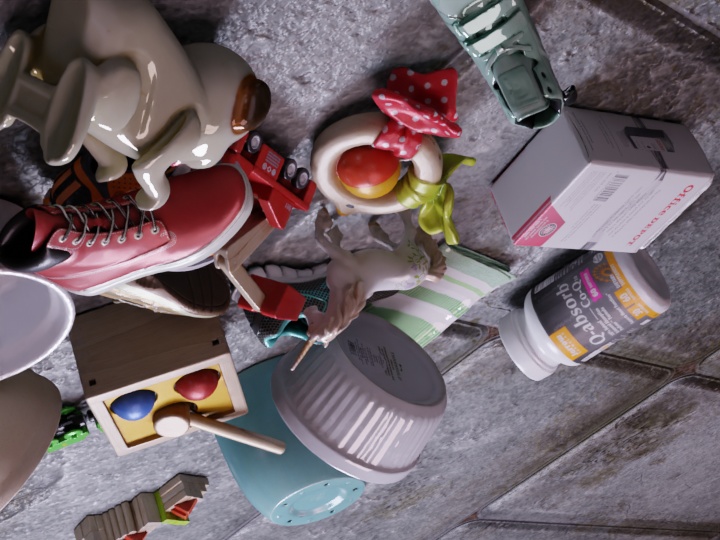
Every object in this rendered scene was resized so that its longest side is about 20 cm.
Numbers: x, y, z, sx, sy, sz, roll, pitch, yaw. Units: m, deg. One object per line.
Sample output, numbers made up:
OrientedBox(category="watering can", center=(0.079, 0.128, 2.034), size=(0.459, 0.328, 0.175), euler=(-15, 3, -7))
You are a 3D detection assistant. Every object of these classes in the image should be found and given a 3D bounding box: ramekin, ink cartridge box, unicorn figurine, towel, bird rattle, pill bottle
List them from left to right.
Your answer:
OrientedBox(category="ramekin", center=(-0.369, 0.019, 1.225), size=(0.199, 0.098, 0.201), euler=(-16, 151, -9))
OrientedBox(category="unicorn figurine", center=(0.000, 0.000, 1.398), size=(0.199, 0.138, 0.074), euler=(-17, 151, -8))
OrientedBox(category="ramekin", center=(0.007, 0.137, 1.546), size=(0.200, 0.200, 0.105), euler=(11, 125, -44))
OrientedBox(category="bird rattle", center=(0.030, -0.104, 1.295), size=(0.162, 0.113, 0.200), euler=(-10, 150, 13))
OrientedBox(category="towel", center=(0.077, 0.043, 1.639), size=(0.200, 0.023, 0.152), euler=(-38, 146, 26))
OrientedBox(category="pill bottle", center=(0.279, 0.049, 1.690), size=(0.200, 0.117, 0.116), euler=(-36, 148, 23))
OrientedBox(category="ink cartridge box", center=(0.266, -0.096, 1.474), size=(0.199, 0.085, 0.146), euler=(4, 142, -36))

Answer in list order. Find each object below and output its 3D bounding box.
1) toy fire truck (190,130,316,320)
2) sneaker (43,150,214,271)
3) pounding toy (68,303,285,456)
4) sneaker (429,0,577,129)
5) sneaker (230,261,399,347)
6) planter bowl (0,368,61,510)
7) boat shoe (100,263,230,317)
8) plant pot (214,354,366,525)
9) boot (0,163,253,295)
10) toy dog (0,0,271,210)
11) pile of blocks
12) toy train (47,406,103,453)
OrientedBox(category="toy fire truck", center=(-0.102, -0.043, 1.264), size=(0.200, 0.049, 0.142), euler=(34, 74, -58))
OrientedBox(category="sneaker", center=(-0.180, -0.065, 1.233), size=(0.199, 0.078, 0.112), euler=(10, 139, -44))
OrientedBox(category="pounding toy", center=(-0.197, 0.129, 1.476), size=(0.183, 0.143, 0.200), euler=(-18, 150, -6))
OrientedBox(category="sneaker", center=(0.127, -0.199, 1.174), size=(0.074, 0.119, 0.200), euler=(-30, 149, 17))
OrientedBox(category="sneaker", center=(-0.041, 0.041, 1.487), size=(0.199, 0.092, 0.078), euler=(-9, 149, -22))
OrientedBox(category="planter bowl", center=(-0.418, 0.152, 1.343), size=(0.200, 0.201, 0.135), euler=(-32, 123, 17))
OrientedBox(category="boat shoe", center=(-0.222, 0.007, 1.349), size=(0.076, 0.072, 0.200), euler=(-25, 145, 35))
OrientedBox(category="plant pot", center=(-0.078, 0.222, 1.691), size=(0.200, 0.162, 0.201), euler=(-16, 150, -9))
OrientedBox(category="boot", center=(-0.196, -0.042, 1.116), size=(0.199, 0.073, 0.144), euler=(-24, 163, 12))
OrientedBox(category="toy dog", center=(-0.171, -0.148, 1.067), size=(0.200, 0.139, 0.195), euler=(16, 89, -47))
OrientedBox(category="pile of blocks", center=(-0.297, 0.351, 1.860), size=(0.199, 0.062, 0.082), euler=(-25, 151, 5))
OrientedBox(category="toy train", center=(-0.290, 0.166, 1.582), size=(0.199, 0.042, 0.056), euler=(-20, 161, -3))
